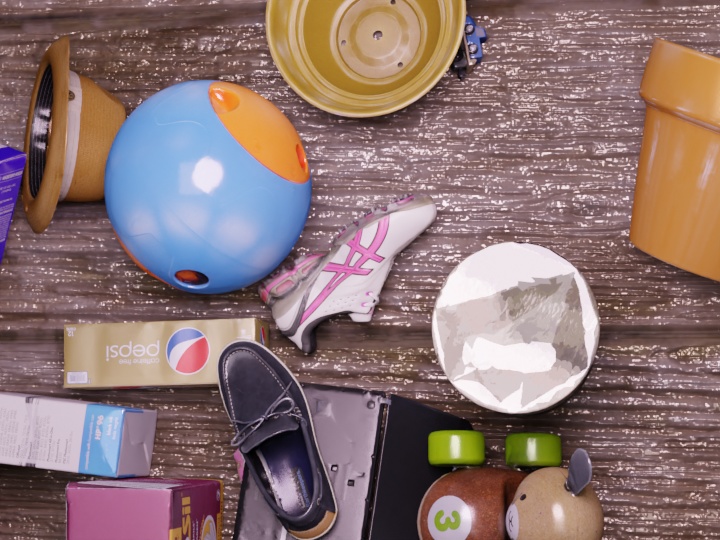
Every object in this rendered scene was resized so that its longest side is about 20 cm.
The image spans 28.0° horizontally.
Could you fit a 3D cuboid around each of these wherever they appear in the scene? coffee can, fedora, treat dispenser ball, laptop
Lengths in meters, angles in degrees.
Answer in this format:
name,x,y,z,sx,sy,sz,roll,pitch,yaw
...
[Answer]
name,x,y,z,sx,sy,sz,roll,pitch,yaw
coffee can,0.145,0.059,1.318,0.144,0.200,0.149,-1,84,8
fedora,-0.283,-0.132,1.438,0.081,0.200,0.204,8,84,-23
treat dispenser ball,-0.145,-0.080,1.376,0.198,0.201,0.204,-1,84,8
laptop,-0.006,0.209,1.366,0.197,0.103,0.180,5,73,13

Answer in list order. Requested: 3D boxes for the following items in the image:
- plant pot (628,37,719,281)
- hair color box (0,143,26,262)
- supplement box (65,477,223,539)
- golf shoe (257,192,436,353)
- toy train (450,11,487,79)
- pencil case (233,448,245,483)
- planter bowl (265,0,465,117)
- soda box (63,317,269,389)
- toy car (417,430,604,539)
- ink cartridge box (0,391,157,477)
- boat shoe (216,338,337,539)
name,x,y,z,sx,sy,sz,roll,pitch,yaw
plant pot,0.334,-0.093,1.322,0.198,0.200,0.186,20,102,10
hair color box,-0.418,-0.038,1.454,0.108,0.065,0.203,21,108,11
supplement box,-0.198,0.262,1.349,0.102,0.200,0.133,1,85,9
golf shoe,0.000,0.000,1.416,0.199,0.073,0.093,-35,86,14
toy train,0.095,-0.291,1.450,0.045,0.034,0.203,-7,82,-6
pencil case,-0.058,0.251,1.390,0.082,0.086,0.203,-10,80,-37
planter bowl,0.011,-0.242,1.428,0.197,0.083,0.204,-1,83,11
soda box,-0.191,0.084,1.433,0.197,0.068,0.065,-2,83,9
toy car,0.152,0.223,1.284,0.155,0.200,0.167,4,79,-19
ink cartridge box,-0.312,0.158,1.419,0.197,0.116,0.069,6,84,9
boat shoe,-0.079,0.148,1.313,0.074,0.062,0.202,-26,68,4
